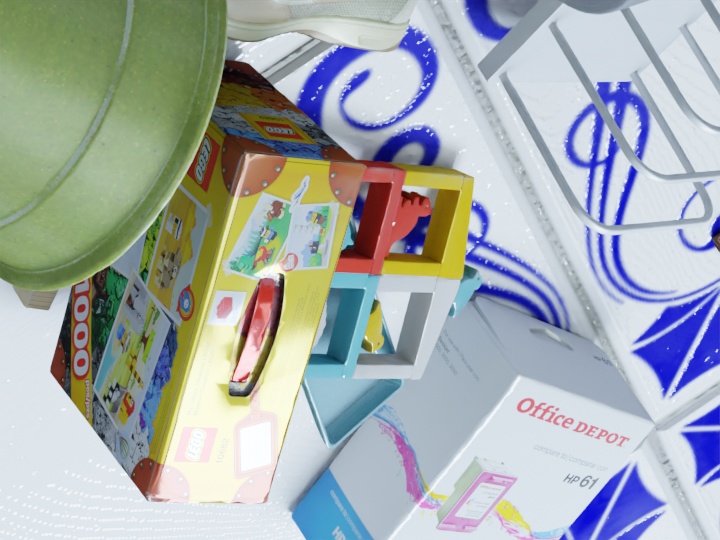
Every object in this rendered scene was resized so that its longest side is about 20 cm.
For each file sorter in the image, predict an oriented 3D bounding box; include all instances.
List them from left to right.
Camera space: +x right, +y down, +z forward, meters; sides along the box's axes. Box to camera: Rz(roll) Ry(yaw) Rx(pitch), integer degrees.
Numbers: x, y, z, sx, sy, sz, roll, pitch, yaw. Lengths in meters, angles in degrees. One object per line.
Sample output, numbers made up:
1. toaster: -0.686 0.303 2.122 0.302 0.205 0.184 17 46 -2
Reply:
1. file sorter: 0.197 -0.128 1.404 0.138 0.125 0.200 -6 149 -46

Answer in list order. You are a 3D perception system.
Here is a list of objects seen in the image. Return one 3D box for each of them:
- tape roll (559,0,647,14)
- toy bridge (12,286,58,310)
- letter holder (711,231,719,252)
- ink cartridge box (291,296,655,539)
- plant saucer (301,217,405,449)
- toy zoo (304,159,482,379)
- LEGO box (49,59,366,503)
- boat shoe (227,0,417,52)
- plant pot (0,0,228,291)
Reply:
1. tape roll: 0.123 -0.233 1.256 0.066 0.200 0.201 -19 136 -21
2. toy bridge: -0.107 -0.001 1.454 0.199 0.027 0.067 9 121 -38
3. letter holder: 0.362 -0.020 1.654 0.200 0.142 0.101 -41 138 7
4. ink cartridge box: 0.075 0.130 1.651 0.144 0.085 0.200 19 115 -42
5. plant saucer: -0.025 0.013 1.492 0.070 0.019 0.201 -40 133 -26
6. toy zoo: 0.000 0.000 1.483 0.199 0.020 0.132 2 107 -46
7. LEGO box: -0.086 0.002 1.350 0.077 0.149 0.201 4 113 -32
8. boat shoe: -0.043 -0.162 1.316 0.199 0.072 0.065 4 124 -43
9. plant pot: -0.198 -0.112 1.168 0.189 0.200 0.200 22 115 -41
